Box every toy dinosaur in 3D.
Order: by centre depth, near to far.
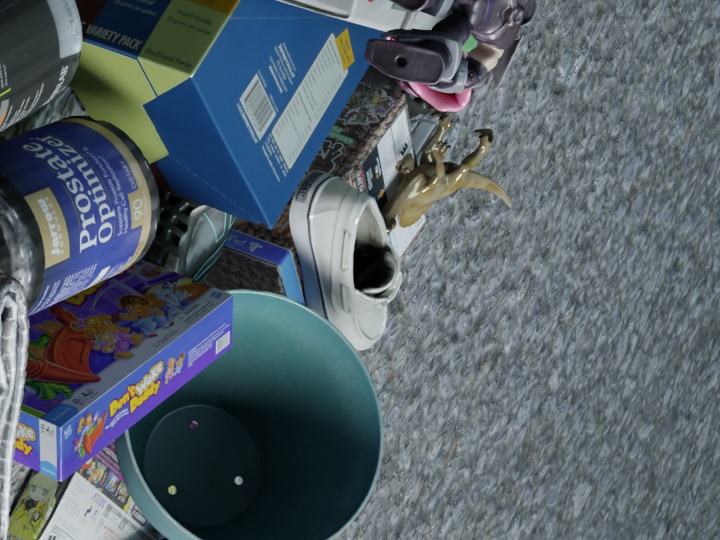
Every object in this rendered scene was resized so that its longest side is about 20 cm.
[{"bbox_3d":[0.065,-0.079,1.970,0.199,0.058,0.102,-21,142,-51],"label":"toy dinosaur"}]

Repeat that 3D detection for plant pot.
[{"bbox_3d":[-0.098,0.129,1.792,0.201,0.200,0.135,-56,-172,-27],"label":"plant pot"}]

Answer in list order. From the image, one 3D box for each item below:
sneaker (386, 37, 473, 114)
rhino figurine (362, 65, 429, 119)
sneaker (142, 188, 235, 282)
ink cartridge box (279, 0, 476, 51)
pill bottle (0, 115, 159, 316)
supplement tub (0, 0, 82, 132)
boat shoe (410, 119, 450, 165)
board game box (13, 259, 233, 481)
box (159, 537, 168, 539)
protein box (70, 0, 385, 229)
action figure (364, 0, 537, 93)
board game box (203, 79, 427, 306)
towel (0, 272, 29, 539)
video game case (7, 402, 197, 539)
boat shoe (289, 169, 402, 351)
[{"bbox_3d":[0.030,-0.201,1.899,0.079,0.096,0.200,-35,120,10],"label":"sneaker"},{"bbox_3d":[0.022,-0.210,1.989,0.087,0.060,0.201,-31,132,-42],"label":"rhino figurine"},{"bbox_3d":[-0.130,-0.044,1.805,0.201,0.075,0.079,-57,164,-9],"label":"sneaker"},{"bbox_3d":[0.022,-0.234,1.620,0.200,0.084,0.147,1,107,-64],"label":"ink cartridge box"},{"bbox_3d":[-0.227,-0.025,1.553,0.200,0.111,0.113,-30,134,-55],"label":"pill bottle"},{"bbox_3d":[-0.264,-0.118,1.397,0.200,0.122,0.123,-39,141,-48],"label":"supplement tub"},{"bbox_3d":[0.010,-0.044,2.092,0.200,0.072,0.071,-54,166,-21],"label":"boat shoe"},{"bbox_3d":[-0.197,0.057,1.647,0.200,0.134,0.045,-39,141,-48],"label":"board game box"},{"bbox_3d":[-0.204,0.299,1.853,0.199,0.049,0.162,-20,139,-49],"label":"box"},{"bbox_3d":[-0.094,-0.178,1.685,0.201,0.134,0.199,-60,153,-20],"label":"protein box"},{"bbox_3d":[0.066,-0.175,1.582,0.200,0.069,0.131,-20,121,-62],"label":"action figure"},{"bbox_3d":[-0.042,-0.035,1.940,0.200,0.096,0.160,-54,151,-31],"label":"board game box"},{"bbox_3d":[-0.286,0.077,1.449,0.086,0.165,0.201,-38,141,-58],"label":"towel"},{"bbox_3d":[-0.187,0.163,1.862,0.182,0.036,0.200,-64,155,-14],"label":"video game case"},{"bbox_3d":[0.000,0.000,1.857,0.072,0.065,0.201,-54,150,-31],"label":"boat shoe"}]
